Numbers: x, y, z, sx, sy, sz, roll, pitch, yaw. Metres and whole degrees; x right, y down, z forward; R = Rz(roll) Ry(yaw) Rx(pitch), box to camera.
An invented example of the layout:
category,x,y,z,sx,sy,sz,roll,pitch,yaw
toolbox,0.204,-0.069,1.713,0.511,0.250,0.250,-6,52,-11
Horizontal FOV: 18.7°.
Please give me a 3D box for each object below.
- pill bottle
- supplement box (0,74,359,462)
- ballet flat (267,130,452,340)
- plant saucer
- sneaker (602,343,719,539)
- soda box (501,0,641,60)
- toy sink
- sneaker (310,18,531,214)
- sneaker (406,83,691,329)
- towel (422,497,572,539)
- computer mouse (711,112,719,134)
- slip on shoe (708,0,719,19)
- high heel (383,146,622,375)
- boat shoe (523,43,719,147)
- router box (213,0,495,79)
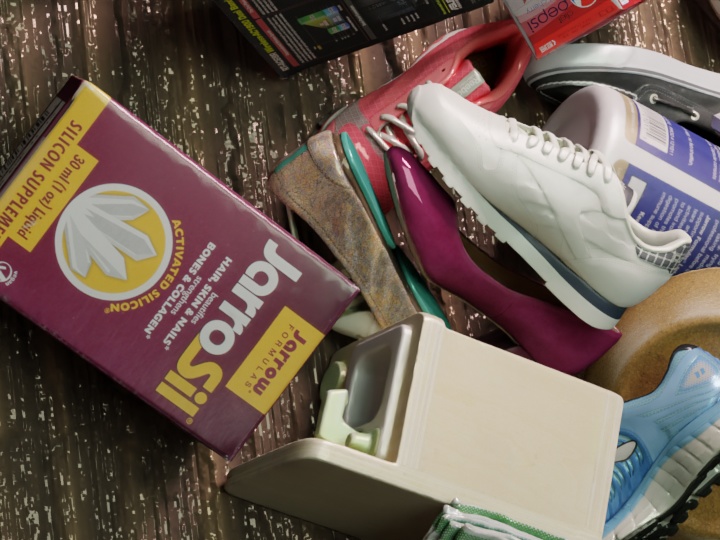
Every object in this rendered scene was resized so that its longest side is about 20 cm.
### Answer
category,x,y,z,sx,sy,sz,roll,pitch,yaw
pill bottle,0.213,-0.033,1.470,0.200,0.116,0.116,27,65,-19
supplement box,-0.123,-0.003,1.264,0.200,0.103,0.131,36,88,-14
ballet flat,0.000,0.000,1.369,0.067,0.068,0.200,-25,118,7
plant saucer,0.234,0.099,1.406,0.200,0.200,0.035,67,21,3
sneaker,0.168,0.127,1.387,0.090,0.200,0.078,51,14,25
soda box,0.152,-0.193,1.453,0.063,0.070,0.200,60,23,-1
toy sink,0.038,0.102,1.329,0.200,0.130,0.112,20,67,-21
sneaker,0.040,-0.105,1.415,0.074,0.087,0.200,49,60,-7
sneaker,0.113,-0.055,1.357,0.200,0.080,0.076,41,22,-14
towel,0.070,0.240,1.291,0.149,0.031,0.200,21,110,-20
computer mouse,0.316,-0.066,1.513,0.044,0.110,0.200,-50,134,7
slip on shoe,0.316,-0.167,1.597,0.200,0.061,0.076,38,70,-11
high heel,0.088,-0.011,1.380,0.096,0.067,0.200,-25,123,7
boat shoe,0.202,-0.112,1.516,0.200,0.069,0.057,9,72,-28
router box,-0.015,-0.197,1.318,0.150,0.200,0.062,-19,71,9
